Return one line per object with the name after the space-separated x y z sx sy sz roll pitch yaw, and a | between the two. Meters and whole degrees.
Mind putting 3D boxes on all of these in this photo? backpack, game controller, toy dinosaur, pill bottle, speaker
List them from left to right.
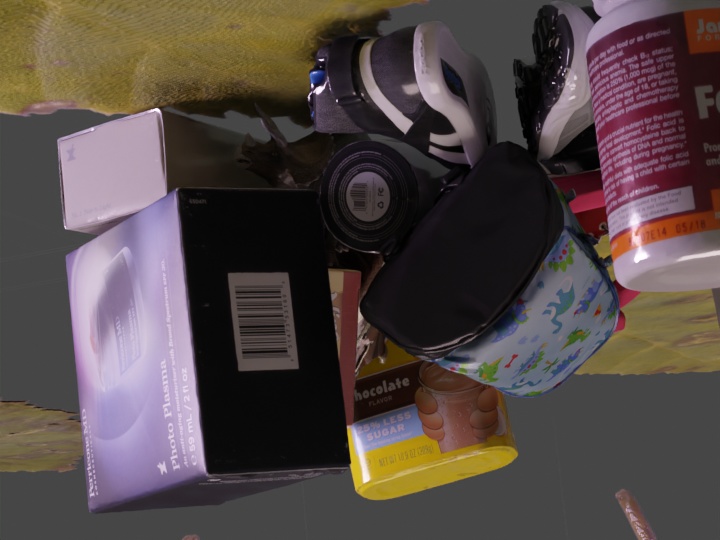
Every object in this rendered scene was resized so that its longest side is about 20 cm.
-0.018 -0.069 1.439 0.077 0.103 0.199 31 -157 25 | toy dinosaur
0.047 -0.059 1.426 0.080 0.082 0.200 -11 180 26 | speaker
0.105 0.012 1.363 0.163 0.154 0.200 -48 171 2 | backpack
0.235 -0.113 1.492 0.198 0.043 0.104 -13 -179 32 | game controller
0.193 -0.096 1.116 0.113 0.202 0.114 -6 169 -1 | pill bottle

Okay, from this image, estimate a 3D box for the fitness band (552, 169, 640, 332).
0.170 -0.009 1.518 0.198 0.145 0.037 -14 -145 -29 | fitness band

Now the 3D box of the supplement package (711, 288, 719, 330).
0.361 -0.012 1.595 0.116 0.202 0.117 -8 169 -8 | supplement package

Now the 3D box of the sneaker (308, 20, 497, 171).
0.025 -0.115 1.297 0.111 0.074 0.200 -4 162 16 | sneaker

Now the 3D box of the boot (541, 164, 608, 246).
0.198 -0.027 1.599 0.198 0.146 0.072 -8 167 3 | boot

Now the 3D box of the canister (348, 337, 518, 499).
0.043 0.077 1.598 0.147 0.202 0.087 -17 160 11 | canister

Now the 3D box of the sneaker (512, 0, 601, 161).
0.149 -0.125 1.284 0.078 0.075 0.200 -9 169 -9 | sneaker

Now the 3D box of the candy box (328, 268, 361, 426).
-0.076 0.053 1.469 0.055 0.117 0.199 3 180 -33 | candy box

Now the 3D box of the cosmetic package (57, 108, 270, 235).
-0.127 -0.062 1.452 0.103 0.074 0.199 -13 167 32 | cosmetic package

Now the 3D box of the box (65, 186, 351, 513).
-0.116 0.062 1.369 0.122 0.202 0.198 0 166 -32 | box

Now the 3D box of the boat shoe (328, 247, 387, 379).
-0.010 0.046 1.517 0.074 0.075 0.203 20 116 -33 | boat shoe
